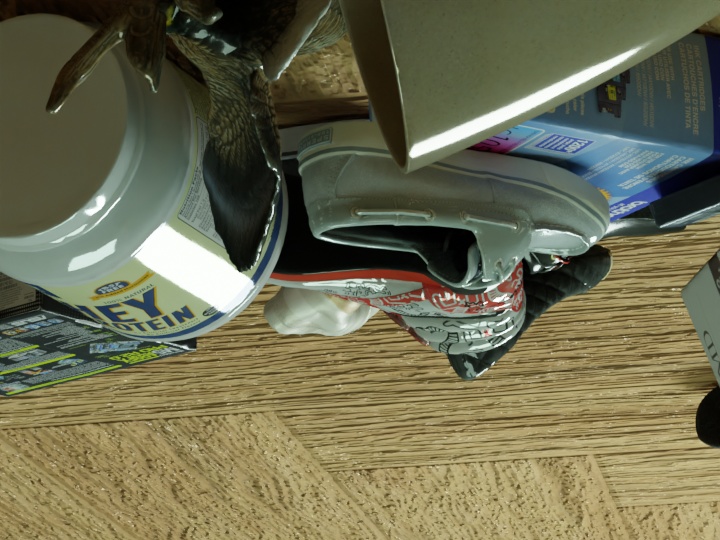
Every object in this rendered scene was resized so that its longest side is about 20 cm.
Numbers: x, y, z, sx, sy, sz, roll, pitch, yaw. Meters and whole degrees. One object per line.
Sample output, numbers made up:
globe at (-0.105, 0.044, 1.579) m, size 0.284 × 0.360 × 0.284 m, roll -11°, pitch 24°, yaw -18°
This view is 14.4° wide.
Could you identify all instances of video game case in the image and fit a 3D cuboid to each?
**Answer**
video game case at (0.267, -0.067, 1.611) m, size 0.199 × 0.019 × 0.143 m, roll -22°, pitch 176°, yaw 13°

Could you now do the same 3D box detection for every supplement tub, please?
supplement tub at (-0.138, -0.050, 1.557) m, size 0.144 × 0.146 × 0.200 m, roll -8°, pitch 163°, yaw 20°

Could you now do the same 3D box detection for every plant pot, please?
plant pot at (0.089, -0.157, 1.205) m, size 0.199 × 0.189 × 0.187 m, roll -15°, pitch 165°, yaw -5°

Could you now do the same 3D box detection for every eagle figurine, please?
eagle figurine at (-0.057, -0.107, 1.413) m, size 0.151 × 0.152 × 0.200 m, roll -29°, pitch 145°, yaw 12°

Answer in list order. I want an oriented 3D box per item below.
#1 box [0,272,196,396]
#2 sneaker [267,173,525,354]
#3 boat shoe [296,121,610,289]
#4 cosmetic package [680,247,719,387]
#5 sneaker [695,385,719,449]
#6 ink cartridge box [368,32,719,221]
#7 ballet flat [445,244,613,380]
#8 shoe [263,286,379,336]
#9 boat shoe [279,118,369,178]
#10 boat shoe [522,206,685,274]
box at (-0.242, 0.041, 2.041) m, size 0.199 × 0.045 × 0.160 m, roll -14°, pitch 160°, yaw 38°
sneaker at (0.000, 0.001, 1.669) m, size 0.200 × 0.068 × 0.108 m, roll 6°, pitch 153°, yaw 18°
boat shoe at (0.051, -0.025, 1.530) m, size 0.200 × 0.072 × 0.070 m, roll 13°, pitch 158°, yaw -33°
cosmetic package at (0.326, 0.032, 1.779) m, size 0.164 × 0.166 × 0.200 m, roll -18°, pitch 167°, yaw -15°
sneaker at (0.374, 0.113, 2.316) m, size 0.104 × 0.060 × 0.199 m, roll 16°, pitch 153°, yaw -34°
ink cartridge box at (0.123, -0.086, 1.592) m, size 0.199 × 0.077 × 0.136 m, roll 7°, pitch 162°, yaw -31°
ballet flat at (0.106, 0.019, 1.877) m, size 0.066 × 0.057 × 0.200 m, roll 3°, pitch -163°, yaw 35°
shoe at (-0.019, 0.005, 1.810) m, size 0.053 × 0.070 × 0.200 m, roll -44°, pitch 176°, yaw 13°
boat shoe at (-0.066, -0.040, 1.735) m, size 0.199 × 0.068 × 0.072 m, roll -9°, pitch 162°, yaw 24°
boat shoe at (0.114, -0.027, 1.817) m, size 0.200 × 0.064 × 0.074 m, roll -3°, pitch 163°, yaw 1°
